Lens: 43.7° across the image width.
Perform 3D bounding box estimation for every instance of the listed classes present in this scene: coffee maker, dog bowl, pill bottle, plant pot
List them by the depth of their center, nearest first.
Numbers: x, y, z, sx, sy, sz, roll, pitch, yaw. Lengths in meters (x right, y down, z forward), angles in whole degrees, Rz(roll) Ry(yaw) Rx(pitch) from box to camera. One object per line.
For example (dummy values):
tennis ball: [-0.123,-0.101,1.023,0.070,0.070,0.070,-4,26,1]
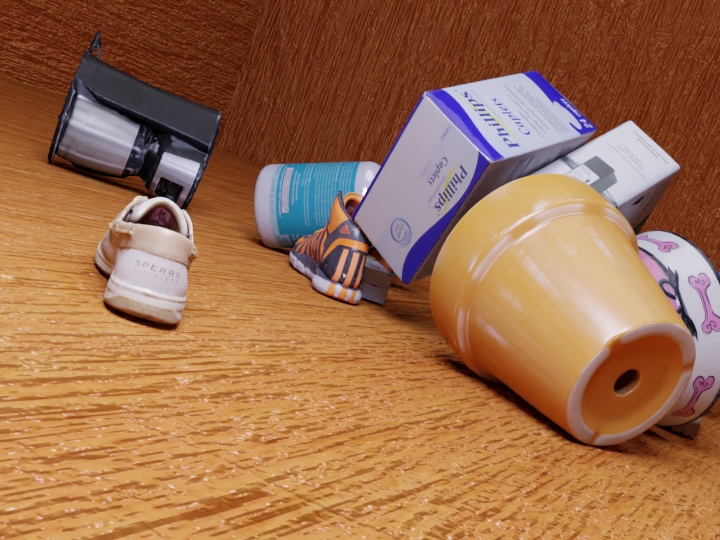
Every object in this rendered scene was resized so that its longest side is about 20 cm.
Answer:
plant pot: [0.186,0.046,0.790,0.198,0.202,0.184,17,23,-32]
dog bowl: [0.280,0.061,0.918,0.073,0.203,0.200,-3,16,-24]
pill bottle: [-0.032,-0.085,1.177,0.197,0.113,0.111,0,1,13]
coffee maker: [-0.291,-0.202,1.204,0.198,0.195,0.134,21,-11,-18]

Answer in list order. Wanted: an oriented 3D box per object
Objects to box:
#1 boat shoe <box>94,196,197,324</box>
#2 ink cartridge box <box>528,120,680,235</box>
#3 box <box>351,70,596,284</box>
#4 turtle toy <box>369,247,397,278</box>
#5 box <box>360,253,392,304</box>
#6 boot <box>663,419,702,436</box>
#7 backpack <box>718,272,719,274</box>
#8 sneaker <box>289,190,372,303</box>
boat shoe: [-0.152,-0.019,0.664,0.073,0.070,0.200,18,7,-22]
ink cartridge box: [0.231,-0.055,0.977,0.198,0.147,0.083,-28,64,-28]
box: [0.120,-0.102,0.960,0.199,0.185,0.105,-21,62,-43]
turtle toy: [0.023,-0.044,1.322,0.199,0.102,0.145,26,8,42]
box: [0.000,0.000,1.155,0.041,0.039,0.200,17,7,-11]
boot: [0.319,0.103,1.050,0.074,0.109,0.199,10,10,-45]
backpack: [0.434,0.082,1.229,0.166,0.165,0.200,18,-12,8]
sneaker: [-0.023,-0.038,1.060,0.077,0.114,0.200,18,7,-22]
